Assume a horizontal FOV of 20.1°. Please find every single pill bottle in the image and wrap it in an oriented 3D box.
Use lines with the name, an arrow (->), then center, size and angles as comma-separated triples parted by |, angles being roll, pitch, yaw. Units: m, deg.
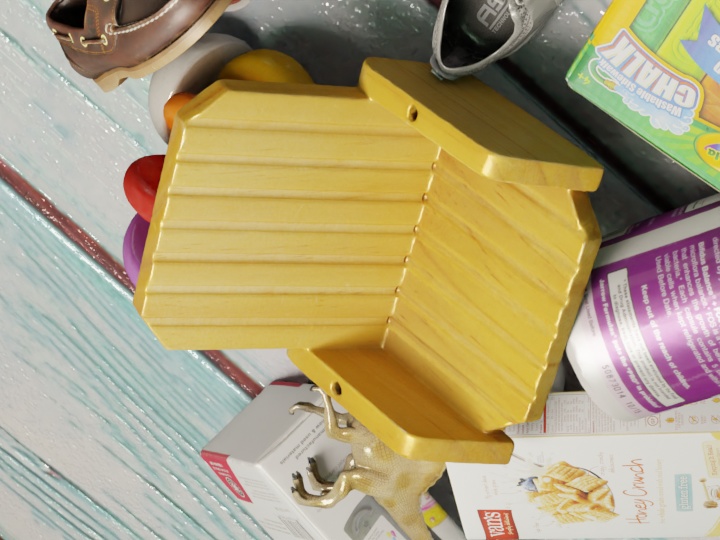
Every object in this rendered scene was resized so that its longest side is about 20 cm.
pill bottle -> 0.221, 0.009, 1.163 | 0.199, 0.112, 0.112 | -20, 113, 28

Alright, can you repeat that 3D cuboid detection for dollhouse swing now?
dollhouse swing -> 0.000, 0.000, 1.153 | 0.182, 0.175, 0.201 | 39, 124, 38

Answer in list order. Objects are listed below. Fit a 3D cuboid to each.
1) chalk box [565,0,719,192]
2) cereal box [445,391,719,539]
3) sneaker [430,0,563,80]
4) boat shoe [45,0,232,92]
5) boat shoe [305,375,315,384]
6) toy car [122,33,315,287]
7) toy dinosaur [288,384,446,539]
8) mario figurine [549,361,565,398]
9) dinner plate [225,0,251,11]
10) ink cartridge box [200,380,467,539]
chalk box -> 0.199, -0.130, 1.064 | 0.125, 0.124, 0.200 | 33, 136, 5
cereal box -> 0.157, 0.125, 1.290 | 0.199, 0.040, 0.144 | -3, 147, 10
sneaker -> 0.098, -0.176, 1.121 | 0.075, 0.082, 0.200 | 33, 136, 5
boat shoe -> -0.145, -0.160, 1.270 | 0.070, 0.070, 0.200 | 47, 155, -16
boat shoe -> 0.043, 0.087, 1.389 | 0.199, 0.065, 0.073 | 10, 131, 27
toy car -> -0.083, -0.037, 1.287 | 0.175, 0.150, 0.201 | 34, 140, 29
toy dinosaur -> 0.010, 0.131, 1.322 | 0.101, 0.058, 0.201 | -7, 118, 14
mario figurine -> 0.076, 0.014, 1.270 | 0.106, 0.124, 0.201 | -2, 130, -20
dinner plate -> -0.135, -0.237, 1.227 | 0.200, 0.024, 0.200 | 36, 163, 13
ink cartridge box -> -0.006, 0.178, 1.448 | 0.200, 0.086, 0.148 | 48, 163, -13
